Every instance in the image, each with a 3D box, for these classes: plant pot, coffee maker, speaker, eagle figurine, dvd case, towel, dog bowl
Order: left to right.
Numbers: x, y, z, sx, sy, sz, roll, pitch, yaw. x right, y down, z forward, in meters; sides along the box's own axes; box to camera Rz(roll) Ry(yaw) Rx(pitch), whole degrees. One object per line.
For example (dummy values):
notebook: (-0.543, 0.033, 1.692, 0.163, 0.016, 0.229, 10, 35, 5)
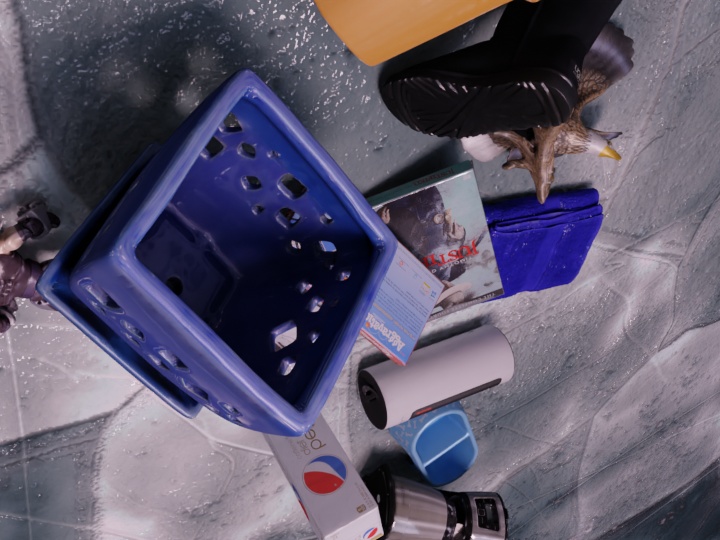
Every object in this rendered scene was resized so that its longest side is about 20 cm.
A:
plant pot: (-0.118, -0.002, 0.643, 0.200, 0.179, 0.201, 48, 51, -26)
coffee maker: (0.084, 0.368, 1.169, 0.198, 0.136, 0.192, 18, 158, -21)
plant pot: (0.044, -0.261, 0.609, 0.182, 0.201, 0.200, -33, 140, 16)
dvd case: (0.077, -0.019, 0.911, 0.145, 0.022, 0.201, -20, 135, 3)
speaker: (0.097, 0.136, 1.046, 0.198, 0.081, 0.082, -16, 133, -25)
dog bowl: (0.112, 0.242, 1.168, 0.111, 0.050, 0.201, -33, 137, -8)
towel: (0.210, -0.024, 1.014, 0.198, 0.050, 0.149, -10, 129, -29)
eagle figurine: (0.215, -0.160, 0.866, 0.151, 0.200, 0.151, -28, 108, 41)

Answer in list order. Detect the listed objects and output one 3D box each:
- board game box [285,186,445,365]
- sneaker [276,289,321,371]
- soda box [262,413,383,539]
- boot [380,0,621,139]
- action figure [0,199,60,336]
board game box: (0.000, 0.000, 0.828, 0.200, 0.019, 0.104, 42, 65, -28)
sneaker: (-0.080, 0.032, 0.840, 0.115, 0.075, 0.200, -47, 142, 6)
soda box: (-0.051, 0.224, 0.924, 0.068, 0.200, 0.064, -25, 136, -15)
boot: (0.134, -0.211, 0.769, 0.077, 0.198, 0.169, 54, 53, -41)
action figure: (-0.269, 0.010, 0.693, 0.199, 0.070, 0.131, 17, 121, -38)
